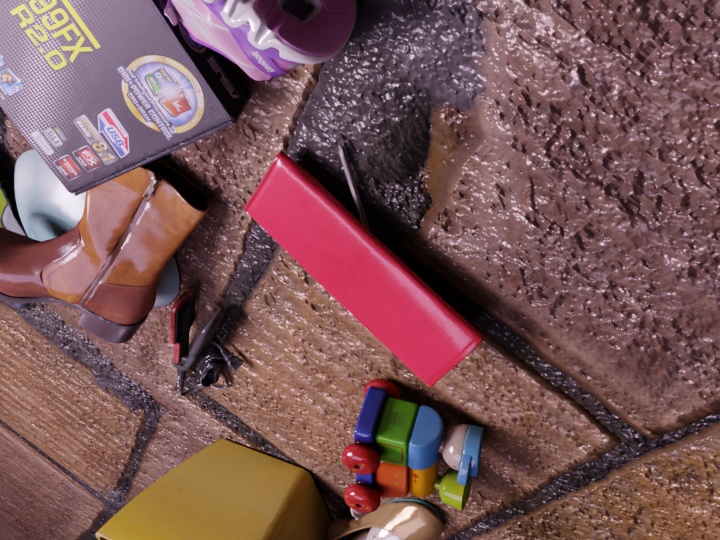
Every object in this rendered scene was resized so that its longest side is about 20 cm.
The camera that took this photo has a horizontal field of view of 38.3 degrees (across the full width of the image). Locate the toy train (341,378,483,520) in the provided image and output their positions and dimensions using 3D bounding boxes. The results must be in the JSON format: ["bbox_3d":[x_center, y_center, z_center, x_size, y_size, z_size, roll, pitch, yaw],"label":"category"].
[{"bbox_3d":[0.050,0.190,0.948,0.115,0.085,0.201,12,141,12],"label":"toy train"}]

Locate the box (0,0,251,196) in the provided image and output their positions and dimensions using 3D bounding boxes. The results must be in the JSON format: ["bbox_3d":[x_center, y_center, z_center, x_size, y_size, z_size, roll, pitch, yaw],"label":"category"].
[{"bbox_3d":[-0.196,-0.164,0.718,0.160,0.044,0.200,-18,121,27],"label":"box"}]

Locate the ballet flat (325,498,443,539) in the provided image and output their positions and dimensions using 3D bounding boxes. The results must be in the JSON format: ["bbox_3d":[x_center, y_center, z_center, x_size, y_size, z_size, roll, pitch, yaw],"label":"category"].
[{"bbox_3d":[0.019,0.292,1.105,0.069,0.063,0.200,42,146,-8],"label":"ballet flat"}]

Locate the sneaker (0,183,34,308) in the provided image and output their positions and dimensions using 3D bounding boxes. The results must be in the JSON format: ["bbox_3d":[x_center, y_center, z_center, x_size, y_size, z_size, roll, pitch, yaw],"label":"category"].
[{"bbox_3d":[-0.385,-0.036,1.047,0.074,0.081,0.201,40,153,45],"label":"sneaker"}]

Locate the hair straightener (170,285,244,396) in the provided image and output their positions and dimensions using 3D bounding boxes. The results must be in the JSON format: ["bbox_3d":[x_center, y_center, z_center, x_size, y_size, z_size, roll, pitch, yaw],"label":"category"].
[{"bbox_3d":[-0.158,0.089,1.040,0.077,0.041,0.200,34,146,5],"label":"hair straightener"}]

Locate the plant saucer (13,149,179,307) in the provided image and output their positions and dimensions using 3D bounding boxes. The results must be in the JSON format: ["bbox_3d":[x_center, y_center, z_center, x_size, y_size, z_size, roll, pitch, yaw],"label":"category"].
[{"bbox_3d":[-0.267,-0.026,1.003,0.200,0.039,0.202,24,144,19],"label":"plant saucer"}]

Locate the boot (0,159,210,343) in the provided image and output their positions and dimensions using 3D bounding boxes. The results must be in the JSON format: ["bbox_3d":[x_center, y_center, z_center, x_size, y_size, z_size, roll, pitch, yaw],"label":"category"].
[{"bbox_3d":[-0.247,-0.037,0.894,0.188,0.069,0.200,32,132,-5],"label":"boot"}]

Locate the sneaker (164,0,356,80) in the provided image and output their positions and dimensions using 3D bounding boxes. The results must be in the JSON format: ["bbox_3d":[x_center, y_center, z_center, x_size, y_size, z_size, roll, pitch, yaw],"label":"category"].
[{"bbox_3d":[-0.099,-0.186,0.625,0.200,0.081,0.088,42,154,-9],"label":"sneaker"}]

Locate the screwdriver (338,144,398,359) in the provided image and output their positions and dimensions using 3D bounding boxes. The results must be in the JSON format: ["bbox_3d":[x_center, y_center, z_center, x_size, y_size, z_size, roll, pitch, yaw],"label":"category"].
[{"bbox_3d":[0.009,-0.011,0.788,0.029,0.028,0.201,40,155,56],"label":"screwdriver"}]

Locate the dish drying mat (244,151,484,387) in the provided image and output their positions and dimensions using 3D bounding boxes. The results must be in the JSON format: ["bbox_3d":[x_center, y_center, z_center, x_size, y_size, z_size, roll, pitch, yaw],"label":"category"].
[{"bbox_3d":[0.000,0.000,0.774,0.200,0.018,0.077,44,140,2],"label":"dish drying mat"}]

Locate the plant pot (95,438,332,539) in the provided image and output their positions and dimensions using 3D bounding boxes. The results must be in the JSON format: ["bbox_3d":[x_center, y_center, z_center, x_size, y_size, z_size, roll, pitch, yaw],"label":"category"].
[{"bbox_3d":[-0.137,0.312,1.169,0.199,0.177,0.201,14,141,32],"label":"plant pot"}]
